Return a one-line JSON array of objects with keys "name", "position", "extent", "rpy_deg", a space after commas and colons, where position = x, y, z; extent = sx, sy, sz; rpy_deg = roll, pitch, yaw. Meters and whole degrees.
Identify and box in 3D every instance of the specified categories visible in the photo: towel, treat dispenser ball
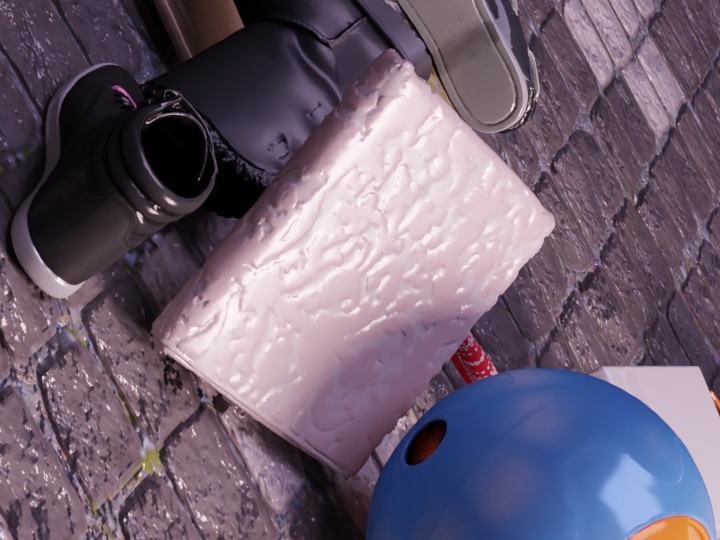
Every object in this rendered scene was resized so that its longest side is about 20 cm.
[{"name": "towel", "position": [0.000, 0.000, 1.517], "extent": [0.032, 0.200, 0.191], "rpy_deg": [38, -1, 41]}, {"name": "treat dispenser ball", "position": [0.102, 0.156, 1.555], "extent": [0.201, 0.200, 0.201], "rpy_deg": [48, 27, -34]}, {"name": "towel", "position": [0.026, -0.002, 1.689], "extent": [0.145, 0.022, 0.200], "rpy_deg": [53, 0, 38]}]

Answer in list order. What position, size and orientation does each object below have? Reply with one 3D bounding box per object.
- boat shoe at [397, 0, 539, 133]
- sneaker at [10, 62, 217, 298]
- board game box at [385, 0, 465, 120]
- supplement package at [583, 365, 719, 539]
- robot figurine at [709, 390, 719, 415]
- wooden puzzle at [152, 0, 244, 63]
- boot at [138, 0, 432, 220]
[{"name": "boat shoe", "position": [0.070, -0.191, 1.939], "extent": [0.060, 0.075, 0.201], "rpy_deg": [-11, 84, -70]}, {"name": "sneaker", "position": [-0.116, -0.066, 1.446], "extent": [0.071, 0.099, 0.200], "rpy_deg": [52, 23, -22]}, {"name": "board game box", "position": [-0.006, -0.188, 1.896], "extent": [0.200, 0.035, 0.136], "rpy_deg": [37, 29, -49]}, {"name": "supplement package", "position": [0.168, 0.140, 1.828], "extent": [0.200, 0.121, 0.120], "rpy_deg": [3, 63, -65]}, {"name": "robot figurine", "position": [0.332, 0.161, 2.185], "extent": [0.200, 0.116, 0.144], "rpy_deg": [36, 74, -50]}, {"name": "wooden puzzle", "position": [-0.065, -0.157, 1.709], "extent": [0.185, 0.037, 0.201], "rpy_deg": [-19, 87, -53]}, {"name": "boot", "position": [-0.069, -0.130, 1.599], "extent": [0.198, 0.073, 0.162], "rpy_deg": [46, 59, 7]}]
